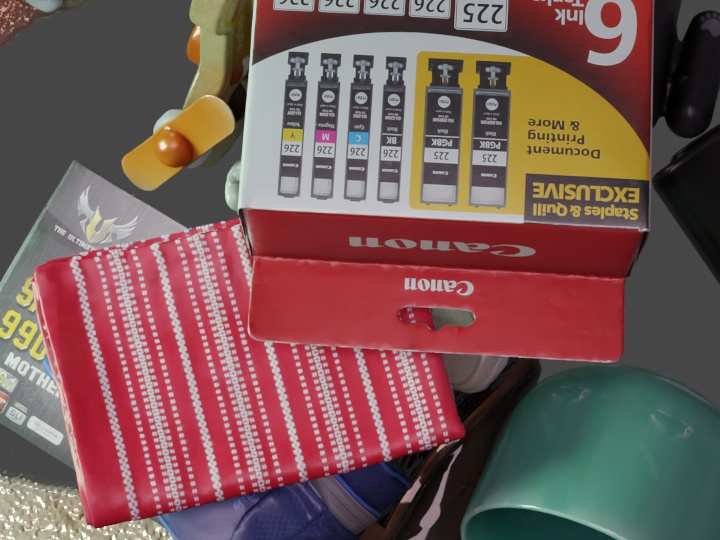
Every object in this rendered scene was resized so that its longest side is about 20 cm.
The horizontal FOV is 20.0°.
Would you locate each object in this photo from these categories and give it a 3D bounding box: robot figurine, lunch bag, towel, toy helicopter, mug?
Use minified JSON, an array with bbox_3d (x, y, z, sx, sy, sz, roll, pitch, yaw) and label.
[{"bbox_3d":[0.115,-0.130,1.150,0.149,0.125,0.202,-11,53,41],"label":"robot figurine"},{"bbox_3d":[-0.069,0.073,1.113,0.132,0.136,0.200,-39,76,-4],"label":"lunch bag"},{"bbox_3d":[-0.059,0.041,1.037,0.198,0.023,0.146,-13,73,-4],"label":"towel"},{"bbox_3d":[-0.082,-0.115,1.149,0.079,0.200,0.133,33,73,9],"label":"toy helicopter"},{"bbox_3d":[0.145,0.132,1.127,0.151,0.186,0.115,20,62,16],"label":"mug"}]

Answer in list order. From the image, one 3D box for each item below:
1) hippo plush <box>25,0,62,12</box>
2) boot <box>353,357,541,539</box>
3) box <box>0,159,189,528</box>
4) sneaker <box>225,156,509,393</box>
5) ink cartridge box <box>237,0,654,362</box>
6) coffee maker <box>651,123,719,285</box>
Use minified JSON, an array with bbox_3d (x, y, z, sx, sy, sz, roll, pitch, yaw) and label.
[{"bbox_3d":[-0.140,-0.211,1.202,0.160,0.201,0.159,-27,123,27],"label":"hippo plush"},{"bbox_3d":[0.056,0.139,1.189,0.200,0.075,0.097,-47,107,-9],"label":"boot"},{"bbox_3d":[-0.124,0.053,1.217,0.199,0.048,0.159,31,90,9],"label":"box"},{"bbox_3d":[0.000,0.000,1.173,0.200,0.081,0.075,43,117,18],"label":"sneaker"},{"bbox_3d":[0.043,-0.053,1.011,0.198,0.084,0.177,2,74,2],"label":"ink cartridge box"},{"bbox_3d":[0.249,0.007,1.129,0.191,0.135,0.201,-32,81,5],"label":"coffee maker"}]
